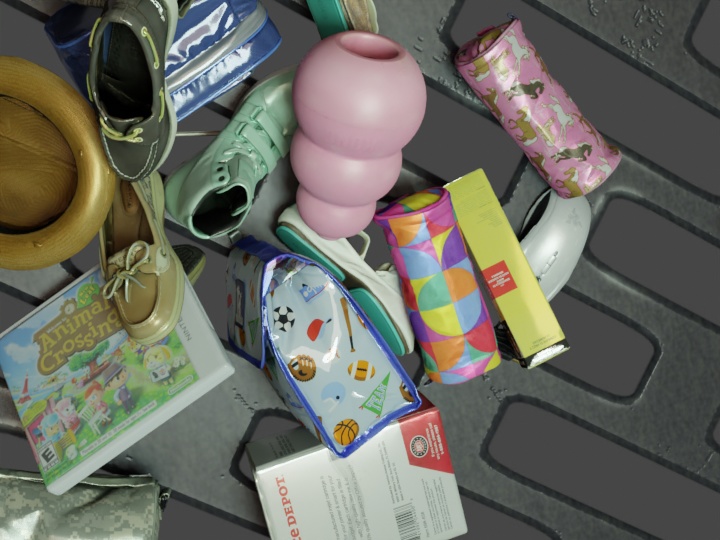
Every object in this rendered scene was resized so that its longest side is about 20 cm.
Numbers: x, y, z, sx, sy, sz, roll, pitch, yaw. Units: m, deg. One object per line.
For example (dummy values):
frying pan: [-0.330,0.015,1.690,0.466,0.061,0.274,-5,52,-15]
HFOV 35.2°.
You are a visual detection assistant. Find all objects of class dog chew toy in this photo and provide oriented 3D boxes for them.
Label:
dog chew toy: [-0.012,-0.117,1.062,0.124,0.125,0.201,5,123,-15]

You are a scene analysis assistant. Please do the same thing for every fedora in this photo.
fedora: [-0.315,-0.100,1.044,0.199,0.082,0.202,0,99,3]

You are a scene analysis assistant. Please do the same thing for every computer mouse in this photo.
computer mouse: [0.186,0.001,1.215,0.109,0.044,0.201,28,91,-15]

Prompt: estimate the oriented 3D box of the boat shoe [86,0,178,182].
boat shoe: [-0.191,-0.144,0.929,0.071,0.061,0.202,18,136,5]

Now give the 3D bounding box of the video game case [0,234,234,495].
video game case: [-0.235,0.078,1.054,0.199,0.182,0.022,-35,148,3]

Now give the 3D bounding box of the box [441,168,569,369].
box: [0.145,0.000,1.155,0.050,0.075,0.201,-25,86,1]

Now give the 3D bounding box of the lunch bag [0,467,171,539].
lunch bag: [-0.290,0.274,1.089,0.199,0.139,0.169,8,97,-16]

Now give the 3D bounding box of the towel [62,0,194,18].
towel: [-0.176,-0.302,0.982,0.193,0.199,0.035,-57,143,-23]

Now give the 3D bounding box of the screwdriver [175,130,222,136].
screwdriver: [-0.177,-0.138,1.117,0.199,0.028,0.029,-9,72,-19]

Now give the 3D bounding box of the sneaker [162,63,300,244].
sneaker: [-0.097,-0.107,1.082,0.200,0.118,0.074,-44,122,0]

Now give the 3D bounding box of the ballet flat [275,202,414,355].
ballet flat: [0.000,0.000,1.163,0.069,0.069,0.200,-45,105,-4]

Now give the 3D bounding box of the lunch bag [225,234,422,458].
lunch bag: [-0.055,0.062,1.100,0.123,0.170,0.201,-34,106,-11]

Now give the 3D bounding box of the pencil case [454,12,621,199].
pencil case: [0.184,-0.164,1.167,0.087,0.083,0.200,-45,106,-13]

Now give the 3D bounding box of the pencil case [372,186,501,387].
pencil case: [0.076,0.018,1.136,0.088,0.088,0.201,-20,109,-10]

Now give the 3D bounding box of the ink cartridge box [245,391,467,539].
ink cartridge box: [-0.007,0.227,1.181,0.199,0.084,0.145,-17,103,-12]

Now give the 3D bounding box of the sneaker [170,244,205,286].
sneaker: [-0.214,0.063,1.126,0.200,0.077,0.089,-52,139,-5]

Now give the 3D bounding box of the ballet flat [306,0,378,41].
ballet flat: [0.000,-0.212,1.121,0.067,0.068,0.201,-38,125,-42]

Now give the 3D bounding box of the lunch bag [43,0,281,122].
lunch bag: [-0.170,-0.214,1.041,0.199,0.136,0.133,-34,122,-3]

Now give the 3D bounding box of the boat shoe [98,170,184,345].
boat shoe: [-0.213,-0.025,1.045,0.073,0.201,0.063,-26,147,12]
